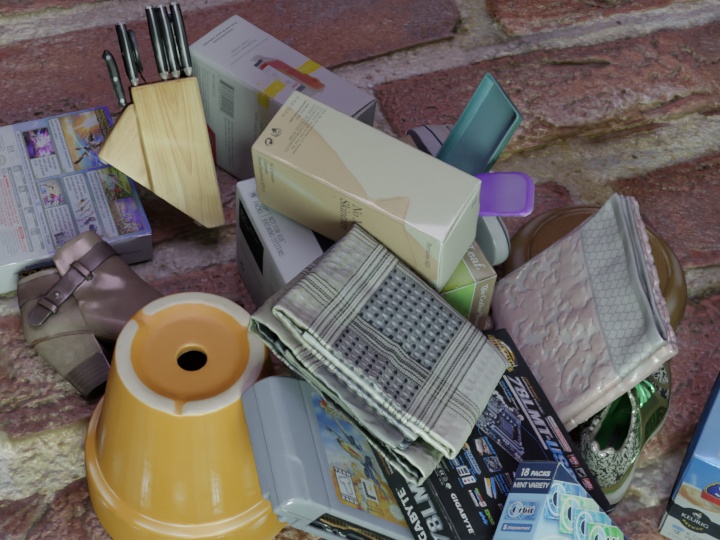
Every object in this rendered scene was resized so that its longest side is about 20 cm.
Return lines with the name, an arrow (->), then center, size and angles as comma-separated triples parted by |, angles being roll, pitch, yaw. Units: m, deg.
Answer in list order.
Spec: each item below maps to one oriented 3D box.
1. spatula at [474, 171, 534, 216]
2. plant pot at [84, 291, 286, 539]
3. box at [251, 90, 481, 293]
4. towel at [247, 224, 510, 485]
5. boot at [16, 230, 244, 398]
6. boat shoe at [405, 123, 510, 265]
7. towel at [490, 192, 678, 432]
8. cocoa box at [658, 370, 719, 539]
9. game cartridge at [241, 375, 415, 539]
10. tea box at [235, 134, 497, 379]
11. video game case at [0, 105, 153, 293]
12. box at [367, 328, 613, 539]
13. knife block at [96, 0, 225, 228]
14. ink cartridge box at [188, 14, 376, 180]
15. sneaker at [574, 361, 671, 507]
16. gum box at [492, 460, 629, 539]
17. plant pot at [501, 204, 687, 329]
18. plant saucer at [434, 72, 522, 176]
spatula -> 0.068, -0.084, 1.237 | 0.197, 0.021, 0.057 | 10, 54, 2
plant pot -> -0.145, 0.124, 1.113 | 0.197, 0.184, 0.202 | 2, 50, -3
box -> 0.006, -0.072, 1.168 | 0.198, 0.095, 0.078 | 27, 63, 17
towel -> 0.024, 0.059, 1.058 | 0.192, 0.035, 0.200 | 43, 36, 2
boot -> -0.232, 0.025, 1.249 | 0.198, 0.070, 0.147 | -28, 71, -13
boat shoe -> 0.121, -0.089, 1.392 | 0.069, 0.071, 0.201 | -16, 49, -20
towel -> 0.202, 0.047, 1.217 | 0.032, 0.191, 0.202 | 27, 38, -30
cocoa box -> 0.372, 0.155, 1.164 | 0.132, 0.132, 0.201 | 24, 52, 15
game cartridge -> -0.012, 0.161, 1.046 | 0.041, 0.199, 0.134 | -33, 49, 25
tea box -> 0.000, 0.000, 1.262 | 0.194, 0.134, 0.201 | -16, 53, -17
video game case -> -0.329, -0.076, 1.355 | 0.179, 0.046, 0.201 | -14, 53, -15
box -> 0.097, 0.145, 1.103 | 0.197, 0.050, 0.201 | -1, 53, -44
knife block -> -0.186, -0.166, 1.324 | 0.199, 0.064, 0.177 | 33, 92, -16
ink cartridge box -> -0.087, -0.157, 1.379 | 0.199, 0.146, 0.083 | 34, 53, 21
sneaker -> 0.251, 0.127, 1.205 | 0.076, 0.089, 0.201 | 21, 52, 12
gum box -> 0.152, 0.281, 1.007 | 0.044, 0.170, 0.201 | -8, 46, 42
plant pot -> 0.248, 0.000, 1.353 | 0.197, 0.028, 0.202 | 3, 49, -3
plant saucer -> 0.103, -0.104, 1.328 | 0.019, 0.201, 0.070 | 1, 45, -35
